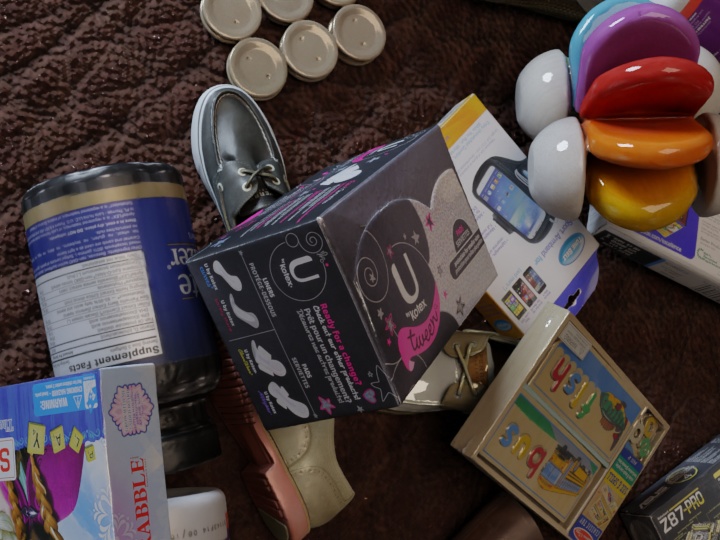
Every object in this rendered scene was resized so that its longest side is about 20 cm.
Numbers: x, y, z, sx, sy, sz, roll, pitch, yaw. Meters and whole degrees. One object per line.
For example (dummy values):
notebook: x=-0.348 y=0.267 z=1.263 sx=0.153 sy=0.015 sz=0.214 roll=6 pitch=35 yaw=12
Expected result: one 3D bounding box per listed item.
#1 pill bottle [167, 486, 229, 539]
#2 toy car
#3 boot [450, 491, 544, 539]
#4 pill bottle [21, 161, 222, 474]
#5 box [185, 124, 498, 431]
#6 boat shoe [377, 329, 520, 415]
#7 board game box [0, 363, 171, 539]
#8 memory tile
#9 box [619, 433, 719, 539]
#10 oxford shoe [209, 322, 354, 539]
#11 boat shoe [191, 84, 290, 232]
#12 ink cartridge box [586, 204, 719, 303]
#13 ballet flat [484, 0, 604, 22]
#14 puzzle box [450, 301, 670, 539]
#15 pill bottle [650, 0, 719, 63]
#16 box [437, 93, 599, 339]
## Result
pill bottle: x=-0.134 y=0.250 z=0.610 sx=0.110 sy=0.111 sz=0.202 roll=-3 pitch=82 yaw=-23
toy car: x=0.221 y=-0.138 z=0.757 sx=0.173 sy=0.151 sz=0.201 roll=-3 pitch=52 yaw=2
boot: x=0.098 y=0.299 z=0.733 sx=0.199 sy=0.064 sz=0.188 roll=-30 pitch=95 yaw=-29
pill bottle: x=-0.156 y=0.037 z=0.638 sx=0.111 sy=0.112 sz=0.202 roll=-11 pitch=86 yaw=-24
box: x=0.000 y=0.000 z=0.653 sx=0.200 sy=0.114 sz=0.133 roll=-42 pitch=111 yaw=-54
boat shoe: x=0.084 y=0.078 z=0.756 sx=0.198 sy=0.068 sz=0.076 roll=0 pitch=81 yaw=-23
board game box: x=-0.188 y=0.167 z=0.558 sx=0.041 sy=0.199 sz=0.202 roll=1 pitch=79 yaw=-51
memory tile: x=-0.074 y=-0.248 z=0.773 sx=0.152 sy=0.017 sz=0.201 roll=-26 pitch=91 yaw=-25
box: x=0.349 y=0.240 z=0.852 sx=0.199 sy=0.049 sz=0.162 roll=-29 pitch=94 yaw=-24
oxford shoe: x=-0.064 y=0.096 z=0.695 sx=0.073 sy=0.071 sz=0.202 roll=-23 pitch=100 yaw=-29
boat shoe: x=-0.077 y=-0.049 z=0.715 sx=0.068 sy=0.057 sz=0.202 roll=-14 pitch=87 yaw=-24
ink cartridge box: x=0.312 y=-0.086 z=0.891 sx=0.197 sy=0.043 sz=0.202 roll=23 pitch=67 yaw=-18
ballet flat: x=0.173 y=-0.262 z=0.870 sx=0.198 sy=0.046 sz=0.068 roll=0 pitch=84 yaw=-28
puzzle box: x=0.165 y=0.131 z=0.747 sx=0.200 sy=0.025 sz=0.134 roll=42 pitch=81 yaw=-38
pill bottle: x=0.334 y=-0.229 z=0.862 sx=0.199 sy=0.112 sz=0.114 roll=21 pitch=73 yaw=-23
box: x=0.118 y=-0.036 z=0.807 sx=0.200 sy=0.041 sz=0.119 roll=49 pitch=67 yaw=-11
